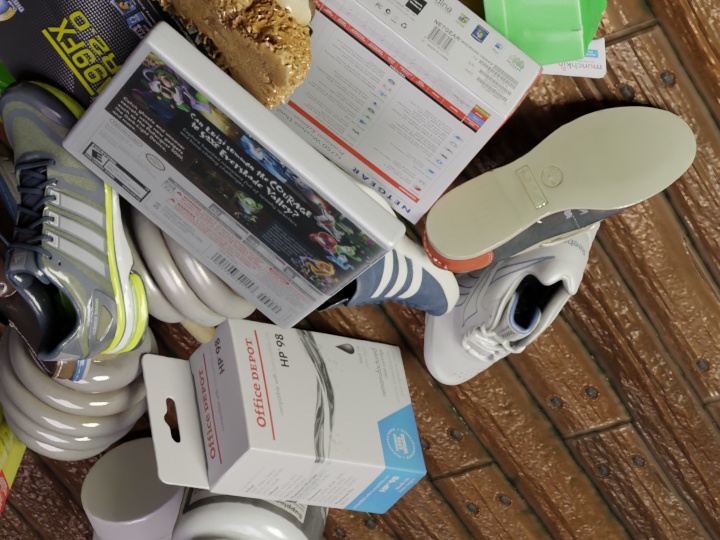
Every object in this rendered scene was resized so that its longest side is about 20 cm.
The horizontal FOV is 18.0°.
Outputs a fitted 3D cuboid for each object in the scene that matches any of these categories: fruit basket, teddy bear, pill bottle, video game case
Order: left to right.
[{"bbox_3d":[-0.157,0.241,1.904,0.113,0.114,0.201,-5,132,18],"label":"pill bottle"},{"bbox_3d":[-0.095,-0.195,1.389,0.200,0.067,0.145,41,148,10],"label":"teddy bear"},{"bbox_3d":[-0.085,-0.056,1.456,0.200,0.023,0.182,40,151,-7],"label":"video game case"},{"bbox_3d":[-0.083,0.188,1.762,0.113,0.201,0.114,7,135,7],"label":"pill bottle"},{"bbox_3d":[0.058,-0.208,1.455,0.198,0.094,0.186,12,137,24],"label":"fruit basket"}]

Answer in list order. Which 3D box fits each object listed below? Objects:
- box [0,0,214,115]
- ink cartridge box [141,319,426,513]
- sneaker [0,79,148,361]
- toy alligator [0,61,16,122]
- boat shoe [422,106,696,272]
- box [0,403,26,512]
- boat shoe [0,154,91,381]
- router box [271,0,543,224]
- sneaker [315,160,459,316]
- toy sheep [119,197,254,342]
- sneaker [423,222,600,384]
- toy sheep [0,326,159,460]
[{"bbox_3d":[-0.180,-0.169,1.511,0.160,0.044,0.201,-19,114,44],"label":"box"},{"bbox_3d":[-0.057,0.107,1.699,0.199,0.117,0.067,11,142,-33],"label":"ink cartridge box"},{"bbox_3d":[-0.206,-0.030,1.540,0.073,0.081,0.202,-12,99,40],"label":"sneaker"},{"bbox_3d":[-0.242,-0.132,1.611,0.199,0.060,0.054,31,173,-16],"label":"toy alligator"},{"bbox_3d":[0.135,-0.053,1.556,0.199,0.072,0.063,-24,164,-5],"label":"boat shoe"},{"bbox_3d":[-0.311,0.157,1.799,0.050,0.201,0.076,-3,132,16],"label":"box"},{"bbox_3d":[-0.259,0.004,1.642,0.072,0.201,0.073,-12,143,-32],"label":"boat shoe"},{"bbox_3d":[-0.002,-0.139,1.473,0.199,0.049,0.180,38,153,-2],"label":"router box"},{"bbox_3d":[0.000,0.000,1.592,0.075,0.085,0.200,34,175,36],"label":"sneaker"},{"bbox_3d":[-0.112,-0.020,1.621,0.199,0.138,0.138,-28,123,13],"label":"toy sheep"},{"bbox_3d":[0.100,0.026,1.653,0.074,0.088,0.200,24,135,-13],"label":"sneaker"},{"bbox_3d":[-0.218,0.076,1.747,0.137,0.139,0.201,17,135,-3],"label":"toy sheep"}]
